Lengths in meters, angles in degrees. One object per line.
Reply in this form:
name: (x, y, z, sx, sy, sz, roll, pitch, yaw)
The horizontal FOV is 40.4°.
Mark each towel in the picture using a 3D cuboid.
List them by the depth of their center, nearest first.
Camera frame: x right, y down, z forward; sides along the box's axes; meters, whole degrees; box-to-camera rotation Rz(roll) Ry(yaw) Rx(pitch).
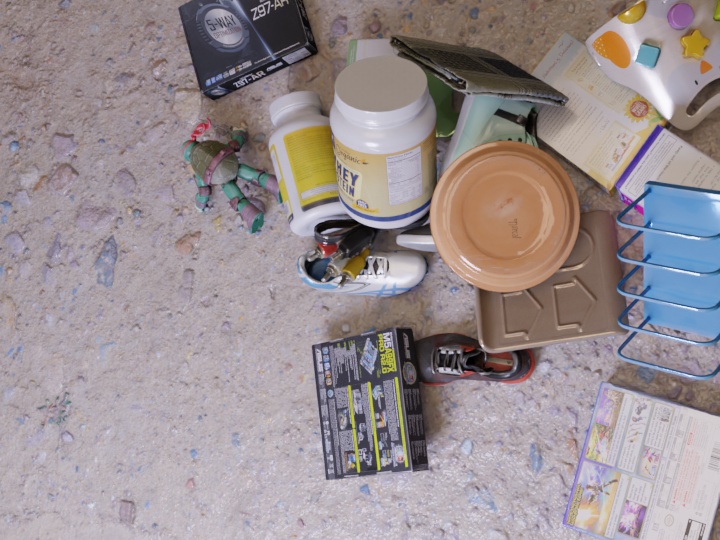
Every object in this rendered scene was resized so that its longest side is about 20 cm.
towel: (0.157, -0.268, 1.337, 0.193, 0.199, 0.035, 45, 125, 45)

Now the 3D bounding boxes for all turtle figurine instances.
turtle figurine: (-0.216, -0.153, 1.531, 0.199, 0.101, 0.150, 36, 95, 15)

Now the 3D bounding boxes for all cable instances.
cable: (0.009, -0.055, 1.426, 0.199, 0.050, 0.097, -34, 64, -29)

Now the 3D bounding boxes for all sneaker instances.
sneaker: (0.146, -0.082, 1.350, 0.198, 0.071, 0.100, -6, 84, 8)
sneaker: (0.140, 0.121, 1.369, 0.198, 0.082, 0.078, -4, 81, 19)
sneaker: (0.184, -0.153, 1.379, 0.118, 0.074, 0.202, 21, 103, 29)
sneaker: (0.000, 0.000, 1.442, 0.198, 0.072, 0.073, -1, 80, 18)

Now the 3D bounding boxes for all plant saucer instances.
plant saucer: (0.191, -0.072, 1.294, 0.198, 0.032, 0.202, 0, 90, 4)

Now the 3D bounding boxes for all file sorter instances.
file sorter: (0.393, 0.013, 1.200, 0.138, 0.122, 0.201, 13, 123, 37)

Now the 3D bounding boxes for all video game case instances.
video game case: (0.379, 0.267, 1.283, 0.180, 0.045, 0.202, 16, 87, 19)

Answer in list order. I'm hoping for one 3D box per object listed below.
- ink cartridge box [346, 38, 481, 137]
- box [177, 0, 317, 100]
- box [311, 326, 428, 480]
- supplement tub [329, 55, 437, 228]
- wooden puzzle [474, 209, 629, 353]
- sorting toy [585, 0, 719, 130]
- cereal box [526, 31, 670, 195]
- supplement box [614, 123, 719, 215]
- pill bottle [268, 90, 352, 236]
ink cartridge box: (0.074, -0.274, 1.470, 0.198, 0.048, 0.147, 3, 83, 22)
box: (-0.183, -0.388, 1.578, 0.199, 0.043, 0.161, -20, 76, 16)
box: (0.011, 0.192, 1.399, 0.159, 0.044, 0.202, -15, 77, 36)
supplement tub: (0.033, -0.173, 1.329, 0.143, 0.201, 0.145, -3, 46, 3)
wooden puzzle: (0.258, 0.019, 1.346, 0.198, 0.046, 0.187, -8, 63, 14)
sorting toy: (0.439, -0.291, 1.307, 0.199, 0.107, 0.181, -31, 88, 0)
cereal box: (0.320, -0.222, 1.378, 0.200, 0.039, 0.144, 42, 97, 21)
supplement box: (0.447, -0.087, 1.281, 0.200, 0.101, 0.104, 37, 95, 21)
pill bottle: (-0.075, -0.162, 1.470, 0.111, 0.112, 0.201, -19, 76, 16)
